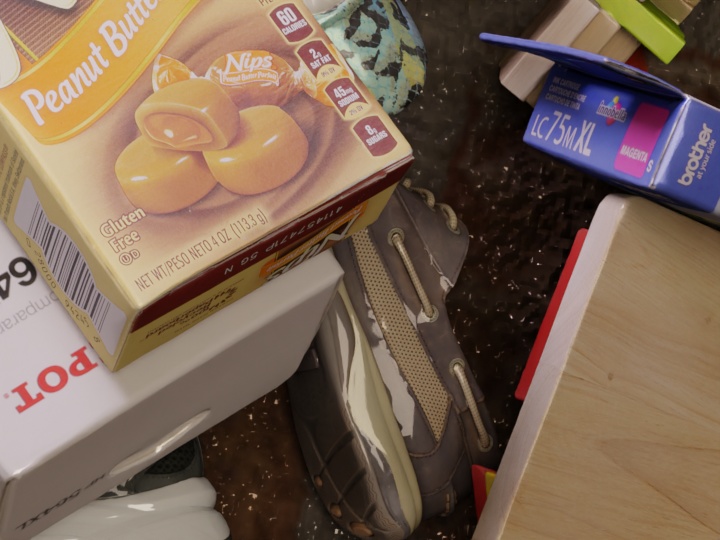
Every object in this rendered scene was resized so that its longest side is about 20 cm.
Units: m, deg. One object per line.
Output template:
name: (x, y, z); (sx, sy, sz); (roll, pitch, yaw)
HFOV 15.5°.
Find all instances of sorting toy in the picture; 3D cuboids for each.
sorting toy: (0.129, 0.095, 0.991); (0.199, 0.070, 0.200); (22, 88, -24)

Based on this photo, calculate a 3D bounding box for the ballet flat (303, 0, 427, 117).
ballet flat: (-0.054, -0.131, 0.954); (0.200, 0.074, 0.074); (40, 77, 21)

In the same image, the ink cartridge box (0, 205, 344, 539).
ink cartridge box: (-0.122, -0.026, 0.928); (0.146, 0.084, 0.200); (-32, 76, -24)

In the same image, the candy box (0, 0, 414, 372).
candy box: (-0.088, -0.080, 0.882); (0.115, 0.055, 0.200); (-30, 77, -27)

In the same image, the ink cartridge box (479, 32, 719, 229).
ink cartridge box: (0.142, -0.031, 0.957); (0.199, 0.119, 0.042); (24, 92, -22)

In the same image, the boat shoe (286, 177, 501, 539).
boat shoe: (0.000, 0.000, 1.001); (0.073, 0.074, 0.201); (-18, 97, -24)

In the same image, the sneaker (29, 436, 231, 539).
sneaker: (-0.151, 0.076, 0.963); (0.199, 0.080, 0.087); (-4, 74, -20)

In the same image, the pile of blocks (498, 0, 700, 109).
pile of blocks: (0.133, -0.128, 1.027); (0.062, 0.082, 0.200); (39, 78, -7)
